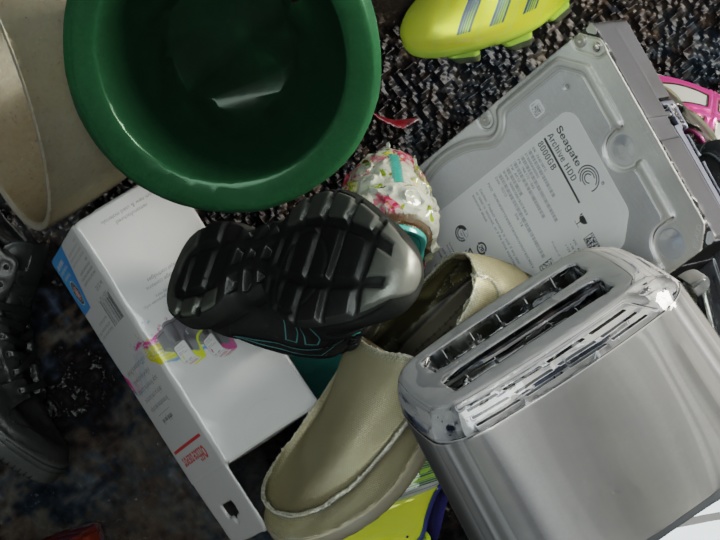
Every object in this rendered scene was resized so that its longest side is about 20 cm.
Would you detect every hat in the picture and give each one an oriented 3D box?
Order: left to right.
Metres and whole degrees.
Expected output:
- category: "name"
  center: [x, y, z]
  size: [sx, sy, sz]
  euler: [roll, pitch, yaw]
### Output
- category: "hat"
  center: [-0.066, -0.132, 1.405]
  size: [0.165, 0.176, 0.200]
  euler: [-9, 113, 6]

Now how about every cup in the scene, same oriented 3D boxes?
- category: "cup"
  center: [-0.154, -0.141, 1.455]
  size: [0.143, 0.200, 0.201]
  euler: [-23, 89, -19]

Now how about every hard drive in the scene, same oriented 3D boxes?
- category: "hard drive"
  center: [0.103, -0.027, 1.417]
  size: [0.200, 0.038, 0.140]
  euler: [-38, 73, 38]

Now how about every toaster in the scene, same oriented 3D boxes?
- category: "toaster"
  center: [0.107, 0.080, 1.322]
  size: [0.200, 0.114, 0.129]
  euler: [-33, 109, -6]

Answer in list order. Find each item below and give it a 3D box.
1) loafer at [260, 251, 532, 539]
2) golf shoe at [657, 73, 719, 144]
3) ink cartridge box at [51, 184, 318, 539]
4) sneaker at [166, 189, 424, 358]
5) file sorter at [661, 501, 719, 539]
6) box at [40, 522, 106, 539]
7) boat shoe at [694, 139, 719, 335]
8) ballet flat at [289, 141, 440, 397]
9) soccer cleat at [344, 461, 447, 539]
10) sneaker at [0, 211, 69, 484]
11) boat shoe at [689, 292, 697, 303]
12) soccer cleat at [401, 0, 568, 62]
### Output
- category: "loafer"
  center: [0.013, 0.063, 1.381]
  size: [0.200, 0.076, 0.068]
  euler: [-47, 127, -4]
- category: "golf shoe"
  center: [0.212, -0.061, 1.469]
  size: [0.200, 0.092, 0.073]
  euler: [34, 124, 21]
- category: "ink cartridge box"
  center: [-0.091, 0.052, 1.468]
  size: [0.068, 0.115, 0.200]
  euler: [-32, 88, -16]
- category: "sneaker"
  center: [-0.020, 0.006, 1.334]
  size: [0.079, 0.200, 0.076]
  euler: [27, 75, -31]
- category: "file sorter"
  center: [0.170, 0.210, 1.446]
  size: [0.138, 0.125, 0.200]
  euler: [-12, 90, 6]
- category: "box"
  center: [-0.234, 0.229, 1.500]
  size: [0.200, 0.095, 0.100]
  euler: [-20, 90, 6]
- category: "boat shoe"
  center: [0.212, 0.026, 1.395]
  size: [0.068, 0.072, 0.200]
  euler: [-6, 99, 43]
- category: "ballet flat"
  center: [0.000, 0.000, 1.454]
  size: [0.075, 0.200, 0.064]
  euler: [9, 55, -17]
- category: "soccer cleat"
  center: [0.002, 0.167, 1.492]
  size: [0.084, 0.065, 0.200]
  euler: [38, 94, 1]
- category: "sneaker"
  center: [-0.217, 0.021, 1.513]
  size: [0.104, 0.060, 0.200]
  euler: [-44, 83, 9]
- category: "boat shoe"
  center: [0.164, 0.011, 1.471]
  size: [0.200, 0.073, 0.063]
  euler: [14, 99, 8]
- category: "soccer cleat"
  center: [0.104, -0.181, 1.359]
  size: [0.200, 0.065, 0.084]
  euler: [-29, 122, -2]
